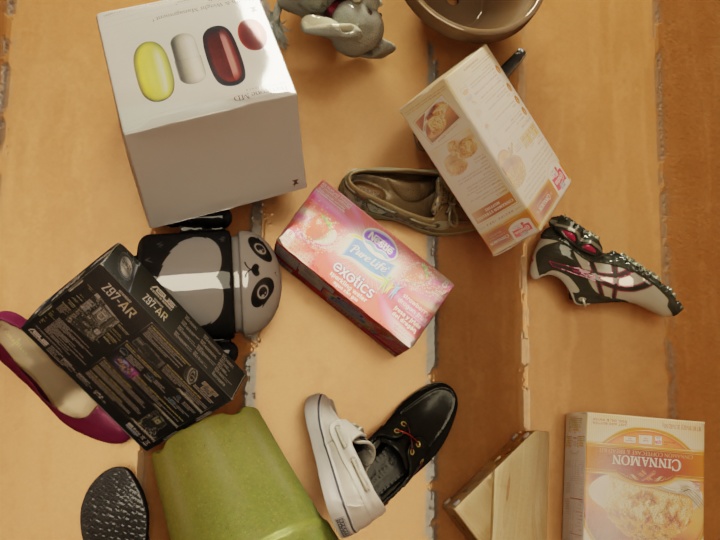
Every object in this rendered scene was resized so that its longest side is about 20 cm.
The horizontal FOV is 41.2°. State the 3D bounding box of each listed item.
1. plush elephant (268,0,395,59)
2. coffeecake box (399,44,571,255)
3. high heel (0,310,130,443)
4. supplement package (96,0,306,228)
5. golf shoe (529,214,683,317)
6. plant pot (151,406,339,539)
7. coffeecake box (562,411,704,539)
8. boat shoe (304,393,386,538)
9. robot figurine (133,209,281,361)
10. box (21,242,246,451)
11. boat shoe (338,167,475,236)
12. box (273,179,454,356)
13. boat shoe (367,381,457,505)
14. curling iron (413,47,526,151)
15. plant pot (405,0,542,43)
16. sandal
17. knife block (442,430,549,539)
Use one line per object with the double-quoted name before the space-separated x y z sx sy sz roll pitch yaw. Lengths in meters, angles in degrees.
"plush elephant" -0.023 -0.332 1.163 0.153 0.164 0.203 29 106 11
"coffeecake box" 0.153 -0.145 1.135 0.202 0.072 0.154 56 35 -8
"high heel" -0.337 0.124 1.065 0.199 0.096 0.068 37 77 0
"supplement package" -0.178 -0.190 1.081 0.188 0.148 0.202 -15 54 -10
"golf shoe" 0.306 0.013 1.201 0.198 0.077 0.089 31 97 1
"plant pot" -0.135 0.259 1.037 0.197 0.201 0.187 -23 73 -11
"coffeecake box" 0.325 0.278 1.147 0.150 0.073 0.205 6 80 -8
"boat shoe" -0.016 0.202 1.059 0.065 0.201 0.073 -23 120 2
"robot figurine" -0.187 0.017 1.090 0.195 0.125 0.153 -3 119 -8
"box" -0.245 0.088 1.034 0.200 0.159 0.044 48 34 -15
"boat shoe" 0.072 -0.088 1.179 0.195 0.063 0.075 4 79 -8
"box" 0.000 0.000 1.133 0.199 0.103 0.095 38 77 1
"boat shoe" 0.047 0.211 1.125 0.074 0.063 0.201 45 76 4
"curling iron" 0.143 -0.224 1.231 0.199 0.026 0.050 -40 91 -13
"plant pot" 0.128 -0.367 1.214 0.196 0.093 0.205 4 73 -13
"sandal" -0.264 0.321 1.075 0.074 0.043 0.205 -11 91 -3
"knife block" 0.189 0.314 1.126 0.199 0.064 0.176 -40 88 -13
